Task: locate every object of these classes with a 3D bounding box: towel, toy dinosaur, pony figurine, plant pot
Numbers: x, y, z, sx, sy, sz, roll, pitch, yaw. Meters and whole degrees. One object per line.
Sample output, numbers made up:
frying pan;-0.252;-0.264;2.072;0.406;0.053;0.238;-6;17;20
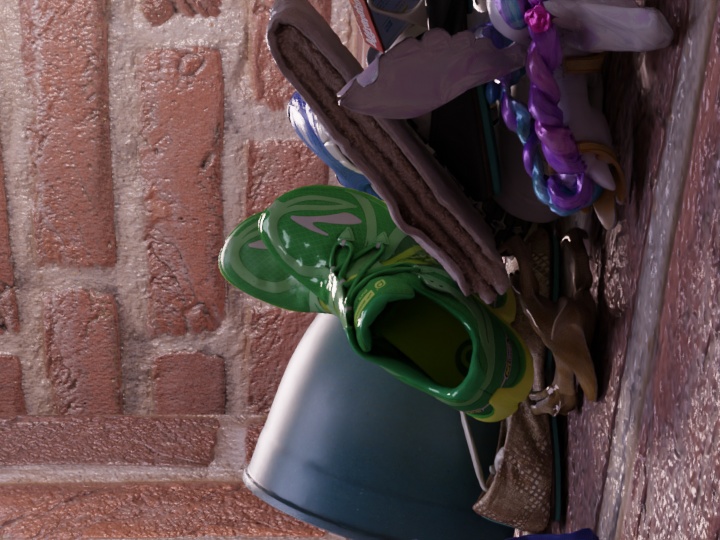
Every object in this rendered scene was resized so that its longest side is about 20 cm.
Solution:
towel;0.012;-0.071;1.087;0.200;0.034;0.133;51;-173;-12
toy dinosaur;0.122;0.027;1.123;0.200;0.058;0.101;81;173;-70
pony figurine;0.090;-0.133;0.981;0.193;0.166;0.200;24;-122;-59
plant pot;0.038;0.085;1.354;0.200;0.200;0.188;-117;43;-82

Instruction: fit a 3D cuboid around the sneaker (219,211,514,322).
sneaker;0.000;0.000;1.223;0.084;0.200;0.074;19;-95;-70

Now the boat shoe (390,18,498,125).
boat shoe;0.077;-0.125;1.255;0.061;0.072;0.201;67;-162;11

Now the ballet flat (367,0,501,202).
ballet flat;0.040;-0.136;1.083;0.068;0.068;0.200;-68;-26;-80

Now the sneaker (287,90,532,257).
sneaker;0.036;-0.074;1.231;0.089;0.200;0.079;19;80;56

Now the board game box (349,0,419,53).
board game box;0.058;-0.234;1.145;0.200;0.019;0.103;-51;-25;-13

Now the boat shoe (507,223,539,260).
boat shoe;0.089;-0.052;1.382;0.200;0.068;0.075;-106;16;-76

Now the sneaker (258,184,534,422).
sneaker;0.017;0.011;1.116;0.074;0.200;0.084;-56;-25;8

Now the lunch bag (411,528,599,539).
lunch bag;0.086;0.239;1.060;0.200;0.124;0.170;52;-144;-73

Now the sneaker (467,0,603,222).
sneaker;0.114;-0.132;1.137;0.100;0.075;0.200;124;145;-57

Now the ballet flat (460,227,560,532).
ballet flat;0.098;0.070;1.255;0.071;0.065;0.200;100;171;-80

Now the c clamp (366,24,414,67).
c clamp;0.054;-0.146;1.320;0.027;0.171;0.200;51;-179;17
